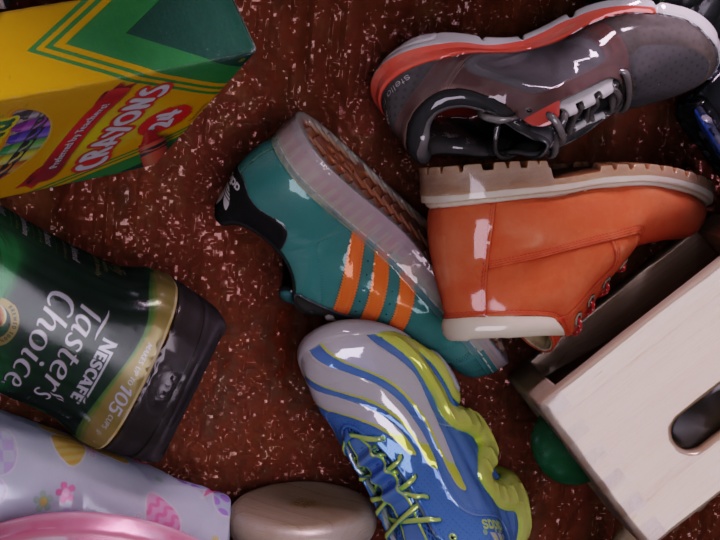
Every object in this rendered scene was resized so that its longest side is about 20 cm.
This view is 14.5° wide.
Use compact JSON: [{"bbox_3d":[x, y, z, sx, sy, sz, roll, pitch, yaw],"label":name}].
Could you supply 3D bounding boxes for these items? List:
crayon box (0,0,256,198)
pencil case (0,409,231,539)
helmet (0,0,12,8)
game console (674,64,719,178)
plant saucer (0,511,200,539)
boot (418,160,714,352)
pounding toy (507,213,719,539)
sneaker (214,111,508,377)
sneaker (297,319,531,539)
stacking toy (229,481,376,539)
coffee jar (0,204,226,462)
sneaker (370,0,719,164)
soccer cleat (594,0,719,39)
[{"bbox_3d":[-0.167,-0.086,1.456,0.199,0.127,0.051,-14,72,-36],"label":"crayon box"},{"bbox_3d":[-0.171,0.136,1.563,0.199,0.083,0.091,21,94,-19],"label":"pencil case"},{"bbox_3d":[-0.212,-0.224,1.411,0.190,0.200,0.200,-36,109,-23],"label":"helmet"},{"bbox_3d":[0.281,-0.038,1.609,0.171,0.118,0.200,-45,111,-21],"label":"game console"},{"bbox_3d":[-0.147,0.212,1.547,0.200,0.051,0.201,1,136,1],"label":"plant saucer"},{"bbox_3d":[0.118,-0.010,1.590,0.199,0.075,0.108,-5,90,-35],"label":"boot"},{"bbox_3d":[0.175,0.086,1.604,0.200,0.184,0.142,-38,95,0],"label":"pounding toy"},{"bbox_3d":[0.000,0.000,1.595,0.080,0.071,0.200,-38,116,16],"label":"sneaker"},{"bbox_3d":[0.035,0.116,1.581,0.076,0.105,0.200,-29,126,24],"label":"sneaker"},{"bbox_3d":[-0.032,0.227,1.626,0.085,0.085,0.201,-5,107,-14],"label":"stacking toy"},{"bbox_3d":[-0.177,0.025,1.536,0.199,0.085,0.105,24,95,-19],"label":"coffee jar"},{"bbox_3d":[0.109,-0.091,1.580,0.199,0.082,0.077,-11,138,-5],"label":"sneaker"},{"bbox_3d":[0.139,-0.192,1.578,0.200,0.081,0.068,40,90,-19],"label":"soccer cleat"}]
